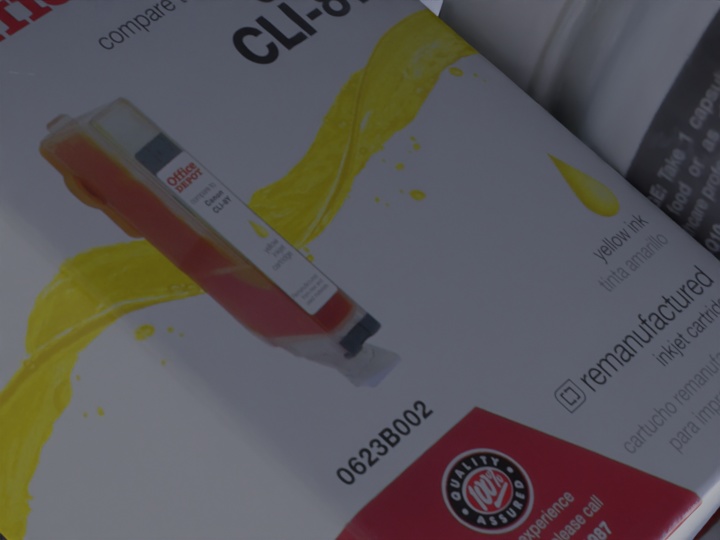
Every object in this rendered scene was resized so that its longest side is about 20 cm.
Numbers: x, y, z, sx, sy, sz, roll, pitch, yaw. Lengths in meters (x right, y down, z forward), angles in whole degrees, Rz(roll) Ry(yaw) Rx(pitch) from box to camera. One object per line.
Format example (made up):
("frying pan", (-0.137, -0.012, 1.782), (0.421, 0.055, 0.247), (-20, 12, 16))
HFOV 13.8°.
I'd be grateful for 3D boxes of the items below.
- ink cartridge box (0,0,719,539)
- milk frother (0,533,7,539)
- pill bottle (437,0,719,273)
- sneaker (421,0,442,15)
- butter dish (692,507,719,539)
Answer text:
("ink cartridge box", (-0.018, 0.009, 0.667), (0.145, 0.200, 0.084), (-38, 165, -46))
("milk frother", (-0.149, 0.160, 0.729), (0.188, 0.200, 0.180), (-49, 168, 13))
("pill bottle", (0.123, -0.033, 0.712), (0.114, 0.200, 0.114), (-51, 167, -17))
("sneaker", (0.038, -0.069, 0.971), (0.200, 0.089, 0.074), (-34, 168, -50))
("butter dish", (0.095, 0.078, 0.804), (0.200, 0.200, 0.148), (-33, 160, -16))
